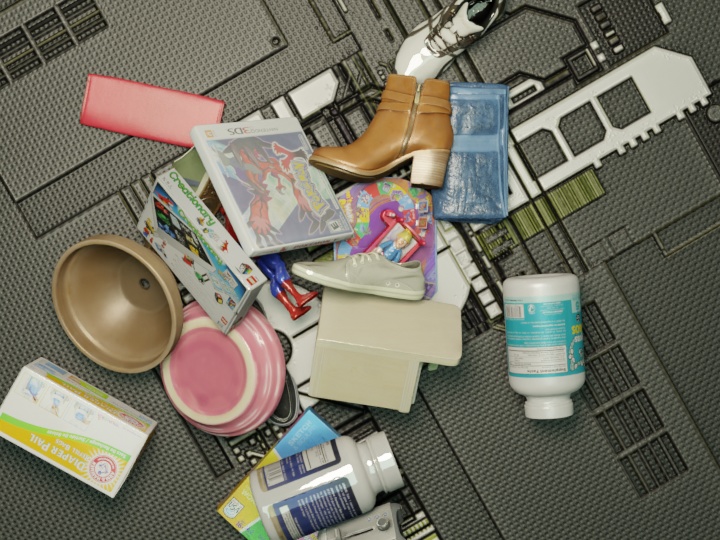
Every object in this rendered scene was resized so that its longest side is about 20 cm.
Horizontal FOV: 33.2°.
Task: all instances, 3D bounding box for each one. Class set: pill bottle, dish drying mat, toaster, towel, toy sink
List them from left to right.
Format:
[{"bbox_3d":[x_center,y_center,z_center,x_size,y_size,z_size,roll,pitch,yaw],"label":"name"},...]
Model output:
[{"bbox_3d":[-0.299,-0.227,1.738,0.199,0.018,0.077,12,92,-3],"label":"dish drying mat"},{"bbox_3d":[-0.045,0.297,1.679,0.199,0.111,0.112,-21,93,-1],"label":"pill bottle"},{"bbox_3d":[0.015,0.427,1.713,0.128,0.114,0.201,-13,129,2],"label":"toaster"},{"bbox_3d":[0.034,0.115,1.692,0.199,0.131,0.113,8,125,-2],"label":"toy sink"},{"bbox_3d":[0.157,-0.169,1.736,0.111,0.049,0.201,1,90,-6],"label":"towel"},{"bbox_3d":[0.263,0.107,1.725,0.110,0.111,0.201,-4,93,-2],"label":"pill bottle"}]

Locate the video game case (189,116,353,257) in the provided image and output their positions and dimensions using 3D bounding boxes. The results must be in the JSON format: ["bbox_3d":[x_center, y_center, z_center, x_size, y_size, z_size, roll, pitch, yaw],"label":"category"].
[{"bbox_3d":[-0.120,-0.119,1.656,0.182,0.023,0.201,-12,68,-41],"label":"video game case"}]

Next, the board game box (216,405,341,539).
[{"bbox_3d":[-0.087,0.322,1.755,0.153,0.040,0.200,42,90,-3],"label":"board game box"}]

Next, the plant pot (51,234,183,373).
[{"bbox_3d":[-0.323,0.035,1.691,0.200,0.093,0.202,9,115,21],"label":"plant pot"}]

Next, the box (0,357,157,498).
[{"bbox_3d":[-0.401,0.220,1.704,0.199,0.112,0.102,30,91,-4],"label":"box"}]

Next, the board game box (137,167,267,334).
[{"bbox_3d":[-0.216,-0.024,1.619,0.035,0.126,0.200,-33,78,-36],"label":"board game box"}]

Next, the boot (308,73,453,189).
[{"bbox_3d":[0.032,-0.201,1.688,0.199,0.077,0.156,5,85,3],"label":"boot"}]

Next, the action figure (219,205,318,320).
[{"bbox_3d":[-0.136,-0.024,1.715,0.052,0.066,0.200,-35,75,-28],"label":"action figure"}]

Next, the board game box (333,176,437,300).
[{"bbox_3d":[0.042,-0.034,1.727,0.157,0.039,0.201,-1,91,-17],"label":"board game box"}]

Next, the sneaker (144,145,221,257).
[{"bbox_3d":[-0.246,-0.115,1.725,0.200,0.067,0.090,-47,51,20],"label":"sneaker"}]

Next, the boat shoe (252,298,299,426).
[{"bbox_3d":[-0.138,0.131,1.732,0.070,0.066,0.201,-16,93,-1],"label":"boat shoe"}]

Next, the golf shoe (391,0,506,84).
[{"bbox_3d":[0.124,-0.339,1.712,0.200,0.094,0.078,-44,94,1],"label":"golf shoe"}]

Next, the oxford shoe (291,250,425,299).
[{"bbox_3d":[0.000,0.000,1.666,0.199,0.075,0.058,7,101,-21],"label":"oxford shoe"}]

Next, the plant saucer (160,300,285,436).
[{"bbox_3d":[-0.203,0.138,1.700,0.199,0.051,0.202,3,97,23],"label":"plant saucer"}]

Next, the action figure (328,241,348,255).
[{"bbox_3d":[-0.084,-0.101,1.737,0.065,0.052,0.200,-41,95,-5],"label":"action figure"}]
